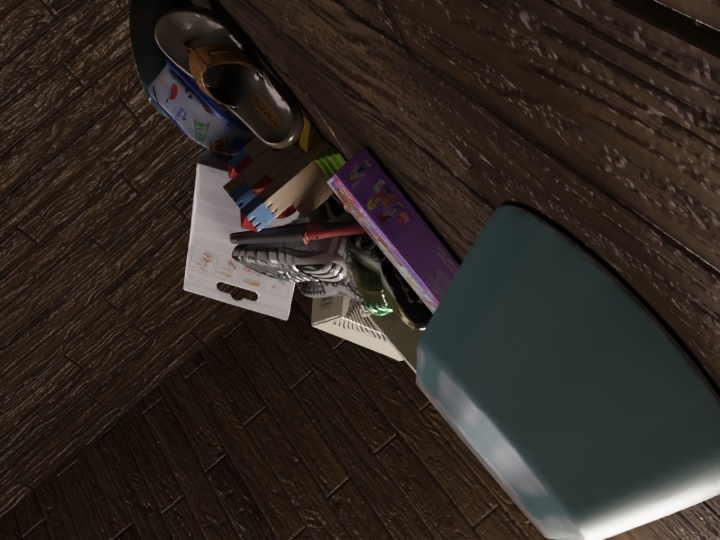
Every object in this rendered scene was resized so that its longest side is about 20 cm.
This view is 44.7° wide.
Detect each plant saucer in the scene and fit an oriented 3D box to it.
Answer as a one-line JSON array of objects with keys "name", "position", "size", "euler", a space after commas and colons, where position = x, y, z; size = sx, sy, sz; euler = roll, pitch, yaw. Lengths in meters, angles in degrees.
[{"name": "plant saucer", "position": [-0.272, -0.325, 1.270], "size": [0.201, 0.038, 0.203], "euler": [-3, -90, -77]}]

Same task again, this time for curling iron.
[{"name": "curling iron", "position": [-0.055, -0.035, 1.007], "size": [0.026, 0.199, 0.050], "euler": [-75, -16, -63]}]

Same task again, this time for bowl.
[{"name": "bowl", "position": [0.107, 0.073, 0.495], "size": [0.201, 0.105, 0.201], "euler": [49, 177, 4]}]

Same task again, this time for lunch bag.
[{"name": "lunch bag", "position": [-0.189, -0.219, 1.230], "size": [0.160, 0.076, 0.200], "euler": [43, -163, 19]}]

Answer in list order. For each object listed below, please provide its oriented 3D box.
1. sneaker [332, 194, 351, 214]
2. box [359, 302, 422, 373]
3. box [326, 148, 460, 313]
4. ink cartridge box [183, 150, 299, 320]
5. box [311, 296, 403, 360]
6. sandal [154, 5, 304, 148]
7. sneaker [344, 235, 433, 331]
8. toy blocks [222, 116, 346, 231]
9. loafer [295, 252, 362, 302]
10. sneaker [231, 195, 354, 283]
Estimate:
[{"name": "sneaker", "position": [-0.027, -0.038, 1.301], "size": [0.200, 0.093, 0.070], "euler": [53, 176, -39]}, {"name": "box", "position": [0.092, 0.101, 1.235], "size": [0.200, 0.082, 0.068], "euler": [51, 177, 10]}, {"name": "box", "position": [0.047, -0.024, 0.845], "size": [0.200, 0.039, 0.137], "euler": [51, 178, -6]}, {"name": "ink cartridge box", "position": [-0.152, -0.047, 1.191], "size": [0.162, 0.201, 0.057], "euler": [16, -146, 5]}, {"name": "box", "position": [0.019, 0.072, 1.353], "size": [0.199, 0.068, 0.083], "euler": [23, -121, -40]}, {"name": "sandal", "position": [-0.147, -0.209, 0.954], "size": [0.200, 0.082, 0.055], "euler": [48, -153, -3]}, {"name": "sneaker", "position": [0.032, 0.026, 1.049], "size": [0.076, 0.089, 0.200], "euler": [6, -152, -27]}, {"name": "toy blocks", "position": [-0.101, -0.111, 1.052], "size": [0.100, 0.137, 0.200], "euler": [51, 178, -34]}, {"name": "loafer", "position": [0.000, 0.000, 1.183], "size": [0.199, 0.070, 0.076], "euler": [5, 109, 38]}, {"name": "sneaker", "position": [-0.077, -0.048, 1.110], "size": [0.199, 0.116, 0.075], "euler": [6, 163, 44]}]
